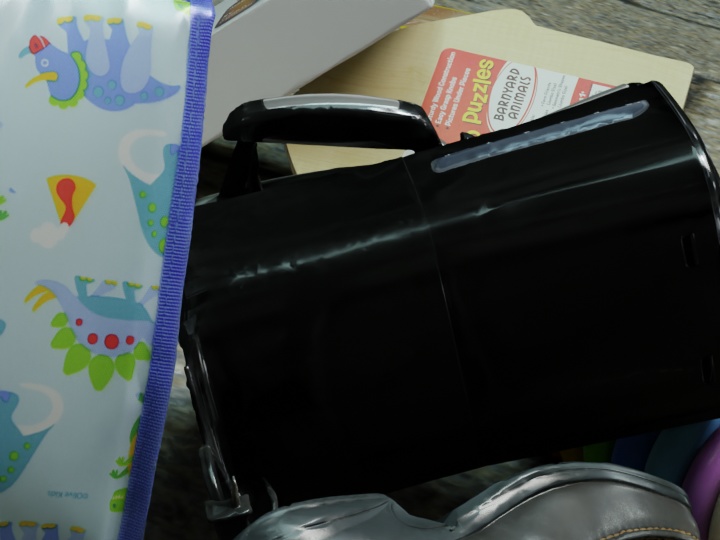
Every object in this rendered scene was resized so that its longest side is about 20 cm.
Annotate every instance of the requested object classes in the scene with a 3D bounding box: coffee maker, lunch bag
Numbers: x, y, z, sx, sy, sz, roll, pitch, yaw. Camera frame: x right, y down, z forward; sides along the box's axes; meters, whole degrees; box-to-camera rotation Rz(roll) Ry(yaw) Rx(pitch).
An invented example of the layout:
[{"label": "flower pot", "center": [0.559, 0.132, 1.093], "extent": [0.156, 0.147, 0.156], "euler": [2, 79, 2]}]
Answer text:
[{"label": "coffee maker", "center": [0.038, 0.023, 0.747], "extent": [0.199, 0.135, 0.193], "euler": [-14, 50, 0]}, {"label": "lunch bag", "center": [-0.147, -0.011, 0.681], "extent": [0.169, 0.201, 0.128], "euler": [5, 22, -18]}]

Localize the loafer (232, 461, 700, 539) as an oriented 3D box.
[{"label": "loafer", "center": [0.044, 0.115, 0.678], "extent": [0.199, 0.073, 0.072], "euler": [-7, 49, -35]}]

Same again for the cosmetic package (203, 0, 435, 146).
[{"label": "cosmetic package", "center": [-0.049, -0.125, 1.085], "extent": [0.199, 0.052, 0.151], "euler": [-30, 11, 15]}]

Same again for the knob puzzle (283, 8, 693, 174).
[{"label": "knob puzzle", "center": [0.054, -0.053, 1.044], "extent": [0.218, 0.031, 0.221], "euler": [0, 56, 1]}]

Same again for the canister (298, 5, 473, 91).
[{"label": "canister", "center": [0.055, -0.095, 1.194], "extent": [0.148, 0.087, 0.200], "euler": [16, 19, 9]}]

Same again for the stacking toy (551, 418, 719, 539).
[{"label": "stacking toy", "center": [0.114, 0.068, 0.828], "extent": [0.085, 0.086, 0.200], "euler": [-2, 18, -35]}]
